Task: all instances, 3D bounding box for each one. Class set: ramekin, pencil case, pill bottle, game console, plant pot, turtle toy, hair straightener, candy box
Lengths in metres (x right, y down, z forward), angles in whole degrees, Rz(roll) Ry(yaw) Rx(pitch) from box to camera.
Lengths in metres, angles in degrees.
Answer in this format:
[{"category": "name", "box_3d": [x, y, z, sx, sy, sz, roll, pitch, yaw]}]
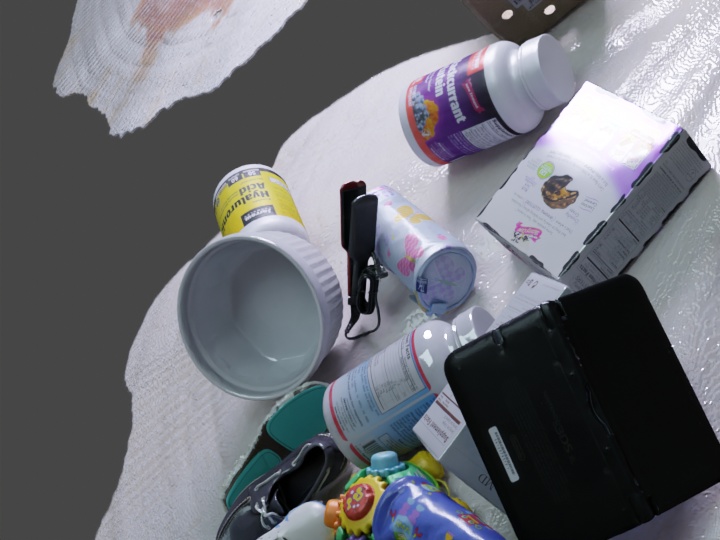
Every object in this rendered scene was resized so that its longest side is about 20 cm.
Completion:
[{"category": "ramekin", "box_3d": [-0.113, 0.046, 1.519, 0.199, 0.202, 0.105, -31, 0, 26]}, {"category": "pencil case", "box_3d": [0.059, -0.025, 1.481, 0.200, 0.082, 0.092, -134, 40, -52]}, {"category": "pill bottle", "box_3d": [-0.127, -0.045, 1.671, 0.111, 0.111, 0.201, -42, 39, 13]}, {"category": "pill bottle", "box_3d": [0.152, -0.207, 1.503, 0.198, 0.111, 0.113, -20, 47, 36]}, {"category": "game console", "box_3d": [0.198, 0.129, 1.103, 0.175, 0.116, 0.202, -30, 77, 22]}, {"category": "pencil case", "box_3d": [0.088, 0.257, 1.091, 0.199, 0.077, 0.088, 30, 102, 53]}, {"category": "plant pot", "box_3d": [0.187, -0.403, 1.575, 0.199, 0.199, 0.179, -37, 52, 19]}, {"category": "turtle toy", "box_3d": [0.034, 0.264, 1.256, 0.146, 0.101, 0.200, -46, 37, 8]}, {"category": "hair straightener", "box_3d": [0.000, 0.000, 1.470, 0.077, 0.040, 0.203, -132, 41, -52]}, {"category": "candy box", "box_3d": [0.244, -0.083, 1.337, 0.201, 0.071, 0.168, -50, 37, 2]}, {"category": "pill bottle", "box_3d": [0.063, 0.123, 1.333, 0.199, 0.108, 0.110, -33, 41, 23]}]

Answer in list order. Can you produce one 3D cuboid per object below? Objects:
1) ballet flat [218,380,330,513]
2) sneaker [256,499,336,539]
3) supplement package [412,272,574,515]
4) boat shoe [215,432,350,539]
[{"category": "ballet flat", "box_3d": [-0.100, 0.202, 1.483, 0.200, 0.072, 0.072, -49, 37, 5]}, {"category": "sneaker", "box_3d": [-0.102, 0.324, 1.366, 0.200, 0.072, 0.072, -42, 76, 22]}, {"category": "supplement package", "box_3d": [0.161, 0.121, 1.195, 0.201, 0.116, 0.117, -53, 12, -1]}, {"category": "boat shoe", "box_3d": [-0.097, 0.257, 1.414, 0.200, 0.063, 0.073, -43, 75, 9]}]
